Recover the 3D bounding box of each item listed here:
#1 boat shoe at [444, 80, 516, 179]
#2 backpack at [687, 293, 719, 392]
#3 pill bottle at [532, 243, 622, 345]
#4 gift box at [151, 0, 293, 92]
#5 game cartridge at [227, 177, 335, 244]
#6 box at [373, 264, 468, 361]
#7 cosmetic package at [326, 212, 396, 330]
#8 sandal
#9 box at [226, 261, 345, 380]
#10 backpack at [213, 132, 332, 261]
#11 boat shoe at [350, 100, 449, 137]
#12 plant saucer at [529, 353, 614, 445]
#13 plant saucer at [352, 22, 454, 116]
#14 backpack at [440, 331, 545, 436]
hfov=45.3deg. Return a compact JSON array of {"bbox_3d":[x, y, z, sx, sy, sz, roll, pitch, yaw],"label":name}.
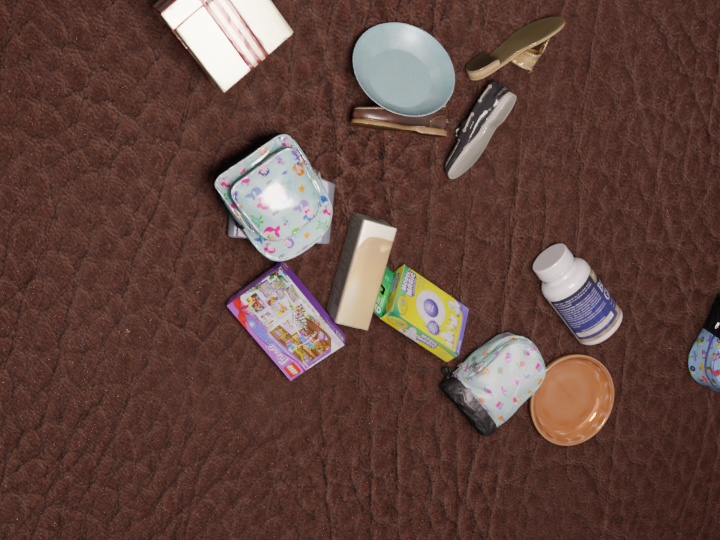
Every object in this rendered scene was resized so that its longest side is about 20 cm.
[{"bbox_3d":[0.220,-0.271,1.668,0.060,0.073,0.202,41,109,21],"label":"boat shoe"},{"bbox_3d":[0.826,0.179,1.887,0.180,0.135,0.203,25,97,-17],"label":"backpack"},{"bbox_3d":[0.440,0.046,1.766,0.111,0.111,0.201,-42,109,-3],"label":"pill bottle"},{"bbox_3d":[-0.233,-0.443,1.456,0.200,0.184,0.187,-44,117,-6],"label":"gift box"},{"bbox_3d":[-0.147,-0.123,1.616,0.196,0.042,0.136,3,105,-15],"label":"game cartridge"},{"bbox_3d":[0.118,0.077,1.691,0.198,0.048,0.119,32,52,-18],"label":"box"},{"bbox_3d":[0.000,0.000,1.645,0.070,0.105,0.204,14,99,-15],"label":"cosmetic package"},{"bbox_3d":[0.304,-0.410,1.667,0.209,0.078,0.070,-29,127,-1],"label":"sandal"},{"bbox_3d":[-0.140,0.096,1.638,0.136,0.039,0.201,-33,109,16],"label":"box"},{"bbox_3d":[-0.146,-0.123,1.527,0.176,0.150,0.202,-34,112,-7],"label":"backpack"},{"bbox_3d":[0.075,-0.295,1.623,0.196,0.070,0.072,2,97,-22],"label":"boat shoe"},{"bbox_3d":[0.450,0.275,1.856,0.196,0.037,0.205,-3,102,-13],"label":"plant saucer"},{"bbox_3d":[0.076,-0.362,1.591,0.197,0.039,0.205,6,65,-14],"label":"plant saucer"},{"bbox_3d":[0.281,0.223,1.754,0.200,0.126,0.168,-42,105,-6],"label":"backpack"}]
